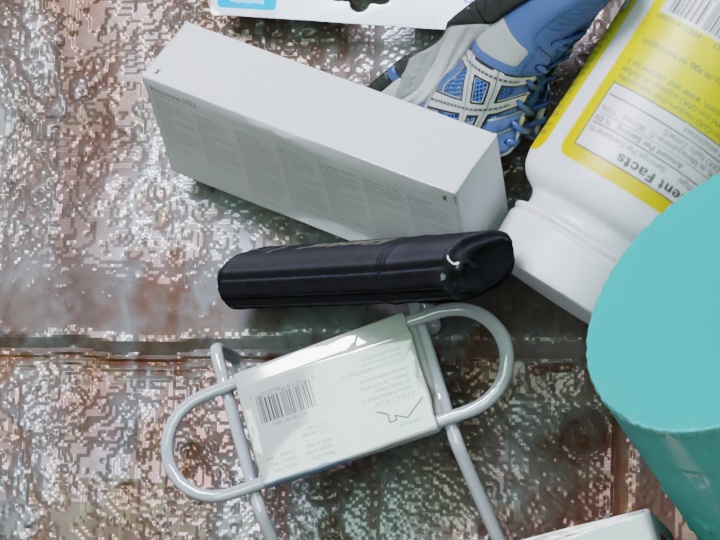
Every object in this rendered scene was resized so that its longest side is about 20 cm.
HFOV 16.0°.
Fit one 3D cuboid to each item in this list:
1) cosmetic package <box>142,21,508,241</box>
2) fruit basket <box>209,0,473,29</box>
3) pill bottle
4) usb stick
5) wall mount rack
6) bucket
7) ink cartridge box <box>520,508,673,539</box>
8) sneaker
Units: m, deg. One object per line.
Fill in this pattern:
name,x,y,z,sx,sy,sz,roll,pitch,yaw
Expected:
cosmetic package,-0.018,-0.065,1.392,0.200,0.083,0.051,22,61,25
fruit basket,0.009,-0.237,1.433,0.185,0.094,0.200,6,85,14
pill bottle,0.159,-0.068,1.357,0.114,0.114,0.200,33,89,16
usb stick,0.000,0.000,1.362,0.200,0.055,0.033,-4,108,49
wall mount rack,0.001,0.103,1.387,0.200,0.075,0.174,-19,73,9
bucket,0.219,0.046,1.253,0.207,0.135,0.207,-27,36,21
ink cartridge box,0.142,0.228,1.292,0.083,0.147,0.200,-18,78,7
sneaker,0.082,-0.110,1.376,0.077,0.076,0.200,56,136,4
